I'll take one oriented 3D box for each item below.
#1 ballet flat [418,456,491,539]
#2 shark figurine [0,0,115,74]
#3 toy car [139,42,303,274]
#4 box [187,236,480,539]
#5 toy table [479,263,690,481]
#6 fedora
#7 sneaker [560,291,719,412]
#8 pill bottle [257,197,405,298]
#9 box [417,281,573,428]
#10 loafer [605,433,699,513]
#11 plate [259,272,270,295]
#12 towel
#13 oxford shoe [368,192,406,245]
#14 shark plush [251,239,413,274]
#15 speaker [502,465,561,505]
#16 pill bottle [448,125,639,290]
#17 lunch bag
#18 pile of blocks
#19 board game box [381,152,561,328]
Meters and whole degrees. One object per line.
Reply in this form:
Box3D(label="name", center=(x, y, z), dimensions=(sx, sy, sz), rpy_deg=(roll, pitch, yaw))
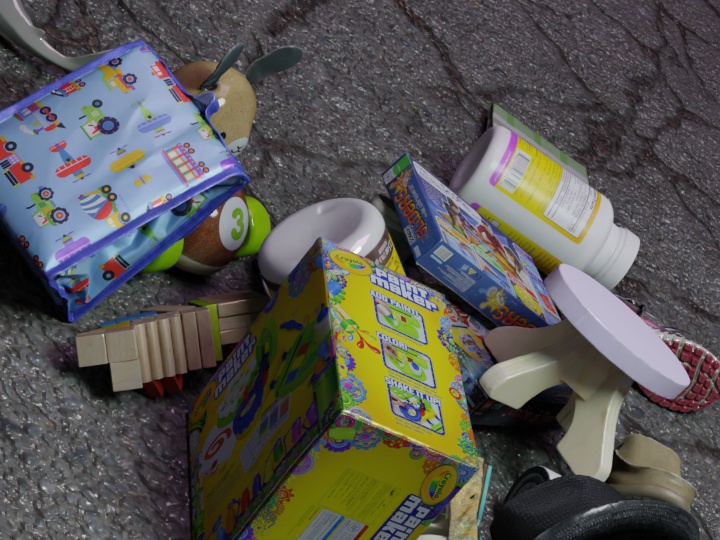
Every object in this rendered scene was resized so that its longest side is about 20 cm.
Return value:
Box3D(label="ballet flat", center=(0.069, 0.219, 1.542), dimensions=(0.070, 0.071, 0.201), rpy_deg=(31, 30, -13))
Box3D(label="shark figurine", center=(-0.312, -0.256, 1.743), dimensions=(0.128, 0.090, 0.215), rpy_deg=(-9, 52, -52))
Box3D(label="toy car", center=(-0.126, -0.113, 1.622), dimensions=(0.158, 0.200, 0.164), rpy_deg=(48, 26, 18))
Box3D(label="box", center=(-0.028, 0.123, 1.414), dimensions=(0.121, 0.200, 0.194), rpy_deg=(24, 33, -24))
Box3D(label="toy table", center=(0.192, 0.085, 1.669), dimensions=(0.199, 0.117, 0.184), rpy_deg=(33, 19, -39))
Box3D(label="fedora", center=(0.170, 0.225, 1.527), dimensions=(0.199, 0.201, 0.092), rpy_deg=(13, 31, -39))
Box3D(label="sneaker", center=(0.298, 0.073, 1.982), dimensions=(0.199, 0.081, 0.075), rpy_deg=(32, 27, -11))
Box3D(label="pill bottle", center=(-0.003, 0.049, 1.567), dimensions=(0.110, 0.108, 0.201), rpy_deg=(-82, 154, -57))
Box3D(label="box", center=(0.119, 0.080, 1.773), dimensions=(0.199, 0.038, 0.137), rpy_deg=(10, 42, -56))
Box3D(label="loafer", center=(0.250, 0.182, 1.694), dimensions=(0.076, 0.068, 0.200), rpy_deg=(26, -6, -7))
Box3D(label="plate", center=(-0.012, 0.042, 1.727), dimensions=(0.199, 0.026, 0.201), rpy_deg=(29, 30, -18))
Box3D(label="towel", center=(0.199, -0.110, 2.171), dimensions=(0.149, 0.031, 0.200), rpy_deg=(35, 21, -9))
Box3D(label="oxford shoe", center=(0.039, -0.039, 1.868), dimensions=(0.075, 0.058, 0.200), rpy_deg=(35, 11, 12))
Box3D(label="shark plush", center=(0.000, 0.000, 1.688), dimensions=(0.199, 0.083, 0.091), rpy_deg=(2, 45, -47))
Box3D(label="speaker", center=(0.220, 0.245, 1.651), dimensions=(0.199, 0.081, 0.082), rpy_deg=(27, 31, -19))
Box3D(label="pill bottle", center=(0.196, -0.059, 2.026), dimensions=(0.199, 0.104, 0.105), rpy_deg=(34, 29, -10))
Box3D(label="lunch bag", center=(-0.197, -0.086, 1.509), dimensions=(0.151, 0.199, 0.094), rpy_deg=(51, -11, 20))
Box3D(label="pile of blocks", center=(-0.152, 0.064, 1.519), dimensions=(0.199, 0.082, 0.063), rpy_deg=(-13, 100, -44))
Box3D(label="board game box", center=(0.109, -0.011, 1.794), dimensions=(0.200, 0.034, 0.136), rpy_deg=(37, 22, -36))
